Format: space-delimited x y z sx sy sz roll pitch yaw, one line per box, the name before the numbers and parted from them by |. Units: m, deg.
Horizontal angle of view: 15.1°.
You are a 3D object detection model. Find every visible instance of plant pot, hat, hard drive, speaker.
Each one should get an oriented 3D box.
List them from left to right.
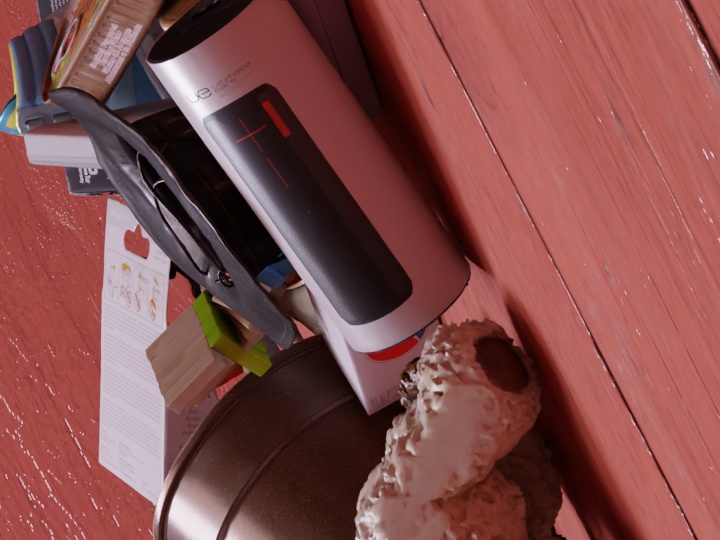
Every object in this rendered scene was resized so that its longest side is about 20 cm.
hard drive | -0.119 -0.089 1.715 0.200 0.131 0.026 6 109 64
hat | -0.082 -0.054 1.523 0.201 0.081 0.201 45 171 9
speaker | -0.027 -0.057 1.430 0.201 0.081 0.081 55 176 -20
plant pot | 0.005 0.177 1.752 0.198 0.200 0.201 39 162 29

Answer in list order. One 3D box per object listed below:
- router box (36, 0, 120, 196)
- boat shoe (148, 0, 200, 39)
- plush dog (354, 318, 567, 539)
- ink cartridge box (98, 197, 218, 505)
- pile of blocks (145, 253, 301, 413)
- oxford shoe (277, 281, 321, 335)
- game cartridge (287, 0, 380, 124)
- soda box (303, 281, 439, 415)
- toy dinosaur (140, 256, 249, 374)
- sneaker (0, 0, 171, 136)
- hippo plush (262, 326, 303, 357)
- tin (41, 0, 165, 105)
router box | -0.188 -0.177 1.979 0.150 0.062 0.201 -86 -9 -56
boat shoe | -0.087 -0.157 1.714 0.069 0.071 0.200 48 173 -14
plush dog | 0.060 0.132 1.477 0.201 0.160 0.172 62 -164 0
ink cartridge box | -0.143 0.057 1.941 0.162 0.050 0.202 -159 72 -66
pile of blocks | -0.056 0.006 1.706 0.062 0.201 0.082 31 177 -37
oxford shoe | -0.031 0.022 1.938 0.074 0.071 0.200 59 173 -1
game cartridge | -0.053 -0.172 1.514 0.200 0.041 0.134 55 166 46
soda box | 0.000 0.000 1.650 0.068 0.063 0.200 57 171 35
toy dinosaur | -0.117 0.000 1.927 0.088 0.047 0.201 126 130 -61
sneaker | -0.173 -0.091 1.860 0.201 0.130 0.080 62 172 -6
hippo plush | -0.039 0.154 1.941 0.200 0.161 0.159 45 171 -35
tin | -0.152 -0.180 1.731 0.200 0.042 0.112 -53 18 45
